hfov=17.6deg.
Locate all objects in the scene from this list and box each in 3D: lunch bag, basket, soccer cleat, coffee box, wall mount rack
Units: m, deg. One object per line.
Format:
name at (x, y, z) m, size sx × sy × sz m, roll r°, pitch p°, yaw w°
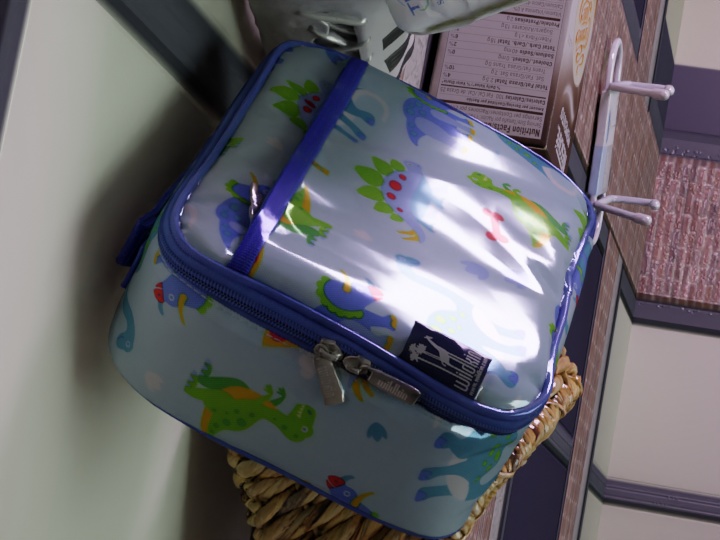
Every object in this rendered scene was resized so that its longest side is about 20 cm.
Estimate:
lunch bag at (0.000, 0.000, 0.874) m, size 0.083 × 0.160 × 0.200 m, roll -63°, pitch 179°, yaw 31°
basket at (0.036, 0.088, 1.050) m, size 0.200 × 0.142 × 0.150 m, roll -25°, pitch 97°, yaw -76°
soccer cleat at (-0.011, -0.097, 0.987) m, size 0.200 × 0.068 × 0.086 m, roll 42°, pitch 52°, yaw -81°
coffee box at (0.098, -0.154, 1.419) m, size 0.114 × 0.079 × 0.202 m, roll 56°, pitch 44°, yaw -72°
wall mount rack at (0.256, -0.116, 2.198) m, size 0.174 × 0.074 × 0.202 m, roll -26°, pitch 123°, yaw -75°

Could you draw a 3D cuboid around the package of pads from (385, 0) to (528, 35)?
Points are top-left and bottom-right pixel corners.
package of pads at (0.026, -0.205, 0.920) m, size 0.155 × 0.068 × 0.201 m, roll -54°, pitch 125°, yaw -66°
